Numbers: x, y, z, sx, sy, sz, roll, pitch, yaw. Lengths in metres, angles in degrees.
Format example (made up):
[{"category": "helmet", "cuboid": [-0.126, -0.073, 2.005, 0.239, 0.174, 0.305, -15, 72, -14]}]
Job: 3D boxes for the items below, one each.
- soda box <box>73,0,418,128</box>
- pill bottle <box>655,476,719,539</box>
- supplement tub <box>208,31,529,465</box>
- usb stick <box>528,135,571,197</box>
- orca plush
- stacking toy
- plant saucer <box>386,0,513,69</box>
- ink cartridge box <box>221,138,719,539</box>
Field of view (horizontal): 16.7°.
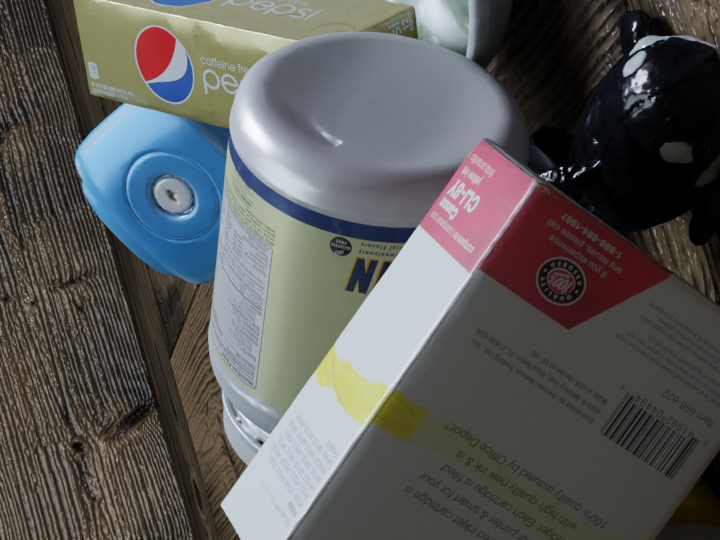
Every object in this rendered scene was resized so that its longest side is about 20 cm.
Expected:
[{"category": "soda box", "cuboid": [-0.062, -0.118, 1.330, 0.199, 0.068, 0.064, 15, 124, 39]}, {"category": "pill bottle", "cuboid": [0.122, 0.140, 1.141, 0.200, 0.111, 0.112, -118, 18, -50]}, {"category": "supplement tub", "cuboid": [0.000, 0.000, 1.215, 0.145, 0.144, 0.201, -118, 28, -48]}, {"category": "usb stick", "cuboid": [0.108, 0.002, 1.200, 0.033, 0.055, 0.200, 32, -162, -36]}, {"category": "orca plush", "cuboid": [0.102, -0.057, 1.093, 0.200, 0.071, 0.106, -166, 62, -77]}, {"category": "stacking toy", "cuboid": [-0.080, -0.095, 1.506, 0.116, 0.110, 0.200, 45, -144, -12]}, {"category": "plant saucer", "cuboid": [0.045, -0.190, 1.256, 0.200, 0.050, 0.201, 166, 90, -79]}, {"category": "ink cartridge box", "cuboid": [0.057, 0.070, 1.043, 0.145, 0.200, 0.083, 34, -175, -24]}]
